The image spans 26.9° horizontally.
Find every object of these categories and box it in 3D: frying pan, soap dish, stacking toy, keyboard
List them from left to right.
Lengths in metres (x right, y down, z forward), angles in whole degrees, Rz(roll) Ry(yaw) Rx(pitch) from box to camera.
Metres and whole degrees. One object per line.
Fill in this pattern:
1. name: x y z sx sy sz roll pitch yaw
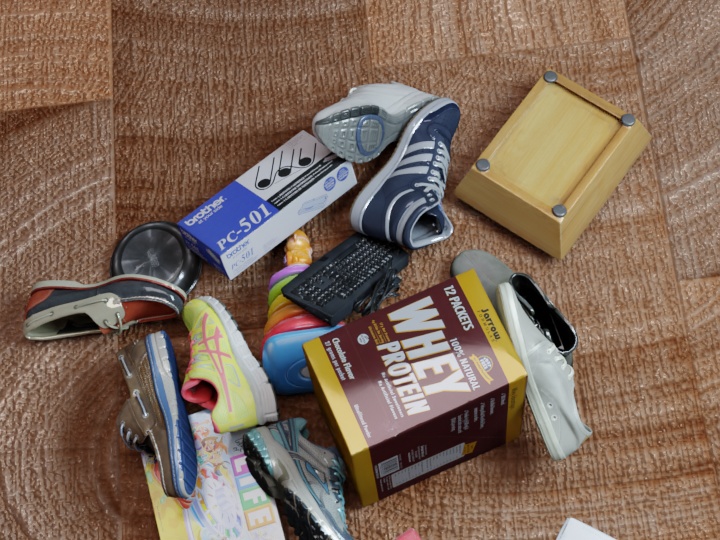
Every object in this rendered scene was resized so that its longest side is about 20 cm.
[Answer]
1. frying pan: -0.210 -0.011 1.799 0.188 0.031 0.116 -2 67 7
2. stacking toy: -0.067 0.034 1.735 0.108 0.117 0.202 -8 54 -2
3. keyboard: 0.000 0.000 1.707 0.103 0.040 0.200 29 34 14
4. soap dish: 0.228 -0.133 1.784 0.157 0.081 0.201 33 72 18

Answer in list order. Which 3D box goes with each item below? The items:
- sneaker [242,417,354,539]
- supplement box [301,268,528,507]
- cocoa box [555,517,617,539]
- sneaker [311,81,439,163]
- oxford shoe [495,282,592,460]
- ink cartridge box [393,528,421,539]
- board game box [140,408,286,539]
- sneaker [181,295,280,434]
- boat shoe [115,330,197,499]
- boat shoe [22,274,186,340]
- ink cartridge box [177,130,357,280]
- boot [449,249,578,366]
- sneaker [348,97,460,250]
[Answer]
1. sneaker: -0.045 0.229 1.605 0.086 0.078 0.200 -25 54 -22
2. supplement box: 0.061 0.130 1.618 0.198 0.198 0.134 -23 66 -6
3. cocoa box: 0.232 0.354 1.501 0.132 0.200 0.132 25 70 14
4. sneaker: 0.008 -0.183 1.803 0.087 0.075 0.199 33 30 32
5. oxford shoe: 0.192 0.102 1.591 0.057 0.075 0.202 -22 99 4
6. ink cartridge box: 0.015 0.391 1.567 0.199 0.084 0.145 -33 68 -11
7. board game box: -0.162 0.255 1.670 0.133 0.034 0.202 -17 66 -3
8. sneaker: -0.167 0.105 1.690 0.090 0.079 0.200 -25 45 -13
9. boat shoe: -0.228 0.167 1.664 0.072 0.072 0.201 -17 56 2
10. boat shoe: -0.298 0.048 1.749 0.198 0.071 0.063 -2 53 14
11. ink cartridge box: -0.109 -0.079 1.779 0.200 0.044 0.094 -39 46 -20
12. boot: 0.176 0.030 1.688 0.067 0.131 0.200 -36 68 -12
13. sneaker: 0.083 -0.109 1.774 0.108 0.070 0.201 25 71 38
